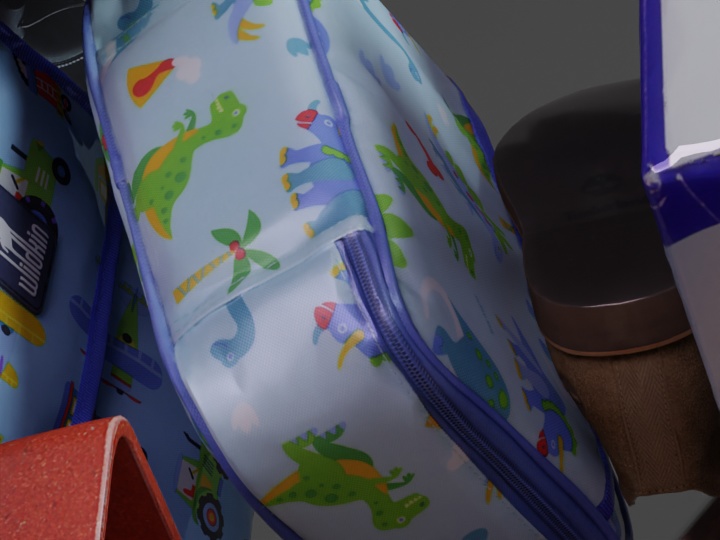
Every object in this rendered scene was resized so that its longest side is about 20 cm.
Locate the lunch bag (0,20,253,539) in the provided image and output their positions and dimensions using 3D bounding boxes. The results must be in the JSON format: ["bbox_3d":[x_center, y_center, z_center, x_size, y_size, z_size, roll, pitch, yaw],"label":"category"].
[{"bbox_3d":[-0.112,0.015,0.890,0.094,0.200,0.151,-12,49,24],"label":"lunch bag"}]

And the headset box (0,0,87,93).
[{"bbox_3d":[-0.093,-0.124,0.983,0.200,0.149,0.077,-38,27,10],"label":"headset box"}]

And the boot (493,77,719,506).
[{"bbox_3d":[0.080,0.000,0.872,0.073,0.076,0.200,-11,23,12],"label":"boot"}]

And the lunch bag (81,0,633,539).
[{"bbox_3d":[0.000,0.000,0.862,0.082,0.161,0.200,-30,46,12],"label":"lunch bag"}]

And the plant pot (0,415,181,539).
[{"bbox_3d":[-0.126,0.177,0.738,0.175,0.200,0.200,-5,50,12],"label":"plant pot"}]

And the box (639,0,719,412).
[{"bbox_3d":[0.139,-0.038,0.768,0.104,0.200,0.184,-8,49,14],"label":"box"}]
